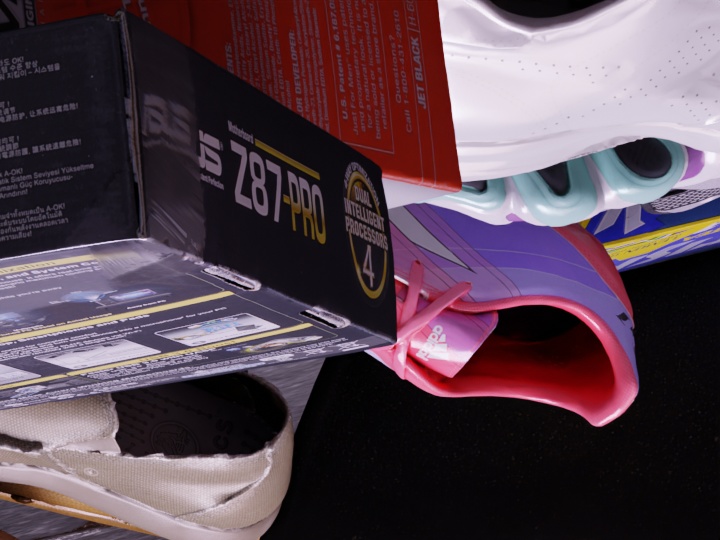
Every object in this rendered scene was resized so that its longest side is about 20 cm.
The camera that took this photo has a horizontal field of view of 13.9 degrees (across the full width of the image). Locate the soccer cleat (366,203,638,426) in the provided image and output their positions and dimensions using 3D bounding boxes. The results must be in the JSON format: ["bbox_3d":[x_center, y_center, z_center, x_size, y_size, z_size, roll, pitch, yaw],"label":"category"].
[{"bbox_3d":[0.000,0.000,0.930,0.199,0.077,0.067,14,122,-26],"label":"soccer cleat"}]

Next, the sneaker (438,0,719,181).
[{"bbox_3d":[0.095,-0.079,0.817,0.199,0.076,0.089,-15,151,-19],"label":"sneaker"}]

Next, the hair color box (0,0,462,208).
[{"bbox_3d":[-0.070,-0.046,0.687,0.101,0.062,0.200,-12,170,30],"label":"hair color box"}]

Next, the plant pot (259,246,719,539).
[{"bbox_3d":[0.086,0.073,1.155,0.199,0.178,0.200,-1,151,15],"label":"plant pot"}]

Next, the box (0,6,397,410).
[{"bbox_3d":[-0.108,0.001,0.614,0.199,0.049,0.161,-9,171,17],"label":"box"}]

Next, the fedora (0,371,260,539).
[{"bbox_3d":[-0.101,0.058,1.161,0.199,0.082,0.201,13,173,2],"label":"fedora"}]

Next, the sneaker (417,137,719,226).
[{"bbox_3d":[0.078,-0.045,0.933,0.199,0.078,0.140,-11,169,-18],"label":"sneaker"}]

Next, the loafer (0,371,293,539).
[{"bbox_3d":[-0.109,0.035,1.023,0.199,0.076,0.068,17,139,-19],"label":"loafer"}]

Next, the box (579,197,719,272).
[{"bbox_3d":[0.084,-0.033,1.056,0.199,0.065,0.070,-14,171,-9],"label":"box"}]

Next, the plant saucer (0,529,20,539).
[{"bbox_3d":[-0.198,0.079,1.077,0.199,0.032,0.200,26,172,4],"label":"plant saucer"}]
